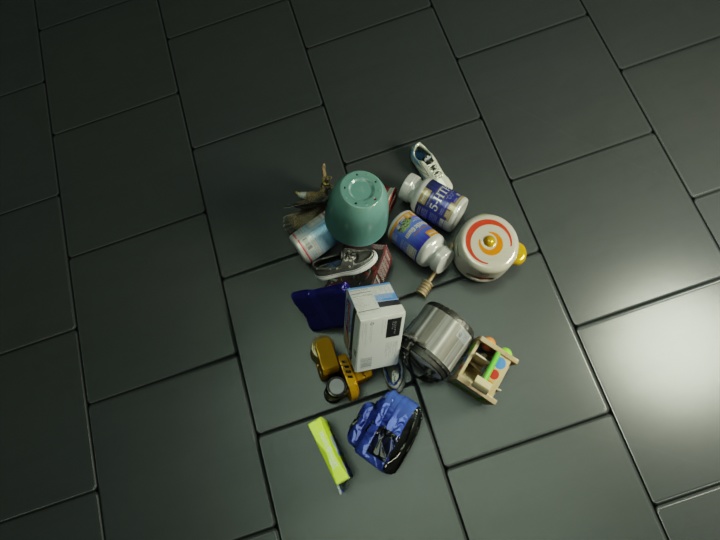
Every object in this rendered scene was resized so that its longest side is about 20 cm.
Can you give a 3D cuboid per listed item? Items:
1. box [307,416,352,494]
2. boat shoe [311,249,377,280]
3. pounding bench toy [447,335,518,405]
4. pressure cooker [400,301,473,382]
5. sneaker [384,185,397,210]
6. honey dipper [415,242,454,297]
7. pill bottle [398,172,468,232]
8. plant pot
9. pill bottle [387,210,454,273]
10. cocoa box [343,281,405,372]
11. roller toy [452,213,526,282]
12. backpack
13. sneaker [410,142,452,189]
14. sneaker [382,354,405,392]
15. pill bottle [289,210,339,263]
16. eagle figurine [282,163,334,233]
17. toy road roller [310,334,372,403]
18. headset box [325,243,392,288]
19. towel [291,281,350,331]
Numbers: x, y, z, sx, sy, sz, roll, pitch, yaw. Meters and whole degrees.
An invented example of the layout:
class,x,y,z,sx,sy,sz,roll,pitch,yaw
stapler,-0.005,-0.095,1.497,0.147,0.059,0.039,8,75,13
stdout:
class,x,y,z,sx,sy,sz,roll,pitch,yaw
box,-0.077,0.510,1.514,0.047,0.122,0.202,-27,71,-5
boat shoe,-0.050,-0.029,1.605,0.197,0.067,0.071,-13,50,13
pounding bench toy,0.347,0.265,1.497,0.123,0.200,0.157,33,79,5
pressure cooker,0.203,0.211,1.549,0.175,0.179,0.201,36,77,11
sneaker,0.032,-0.193,1.763,0.114,0.079,0.201,20,63,21
honey dipper,0.238,-0.006,1.694,0.038,0.038,0.201,31,74,15
pill bottle,0.224,-0.218,1.716,0.199,0.120,0.120,31,78,15
plant pot,-0.006,-0.197,1.618,0.197,0.161,0.203,2,65,-5
pill bottle,0.186,-0.084,1.667,0.112,0.112,0.200,-45,64,-9
cocoa box,0.033,0.154,1.499,0.131,0.202,0.132,-9,41,-16
roller toy,0.373,-0.065,1.632,0.181,0.140,0.201,-35,77,-9
backpack,0.071,0.429,1.504,0.167,0.163,0.201,31,79,18
sneaker,0.227,-0.329,1.777,0.071,0.073,0.201,-34,73,-7
sneaker,0.096,0.249,1.597,0.074,0.088,0.203,-11,70,4
pill bottle,-0.117,-0.118,1.727,0.199,0.109,0.109,-35,72,-6
eagle figurine,-0.156,-0.214,1.749,0.150,0.152,0.201,-1,48,43
toy road roller,-0.053,0.279,1.592,0.144,0.123,0.202,-18,71,-15
headset box,0.000,0.000,1.657,0.147,0.075,0.202,7,57,26
towel,-0.092,0.105,1.613,0.198,0.149,0.050,-10,32,33
